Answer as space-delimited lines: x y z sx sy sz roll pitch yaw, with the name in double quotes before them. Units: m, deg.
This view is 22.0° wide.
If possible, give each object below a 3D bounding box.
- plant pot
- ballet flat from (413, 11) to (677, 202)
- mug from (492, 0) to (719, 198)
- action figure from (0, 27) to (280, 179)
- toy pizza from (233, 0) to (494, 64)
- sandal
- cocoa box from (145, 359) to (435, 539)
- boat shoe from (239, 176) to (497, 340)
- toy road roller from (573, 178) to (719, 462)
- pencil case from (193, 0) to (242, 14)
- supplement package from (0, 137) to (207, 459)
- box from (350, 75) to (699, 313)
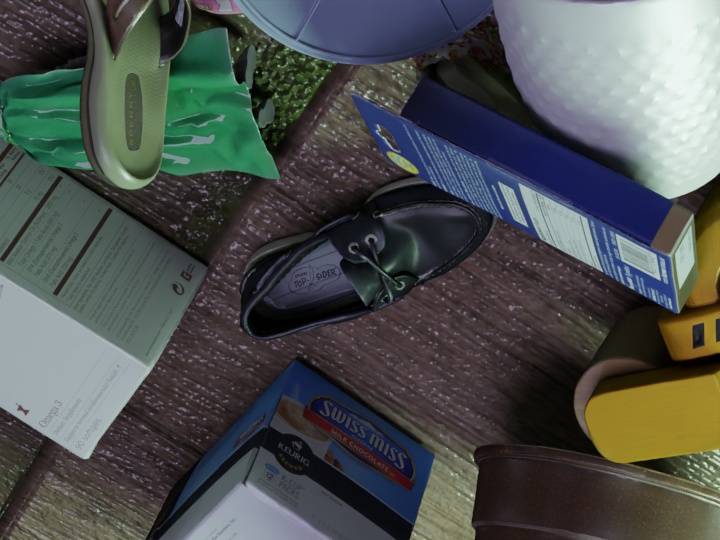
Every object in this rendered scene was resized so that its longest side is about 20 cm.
"plant pot" 0.146 0.235 1.202 0.199 0.199 0.200 15 167 4
"ballet flat" 0.105 -0.081 1.108 0.200 0.064 0.076 38 132 -12
"mug" 0.174 -0.136 0.998 0.199 0.148 0.176 -18 138 0
"action figure" -0.158 -0.104 1.190 0.199 0.055 0.119 -3 128 17
"toy pizza" 0.008 -0.211 1.018 0.199 0.032 0.201 -6 118 -11
"sandal" -0.126 -0.149 1.092 0.057 0.080 0.202 3 100 36
"cocoa box" -0.063 0.189 1.336 0.133 0.132 0.200 35 130 -10
"boat shoe" -0.001 -0.002 1.206 0.198 0.066 0.075 -15 120 29
"toy road roller" 0.216 0.020 1.115 0.199 0.123 0.147 -16 106 29
"pencil case" -0.083 -0.242 1.037 0.086 0.083 0.201 5 130 34
"supplement package" -0.228 0.010 1.264 0.199 0.118 0.117 33 131 -7
"box" 0.093 -0.048 1.029 0.199 0.033 0.121 28 172 17
